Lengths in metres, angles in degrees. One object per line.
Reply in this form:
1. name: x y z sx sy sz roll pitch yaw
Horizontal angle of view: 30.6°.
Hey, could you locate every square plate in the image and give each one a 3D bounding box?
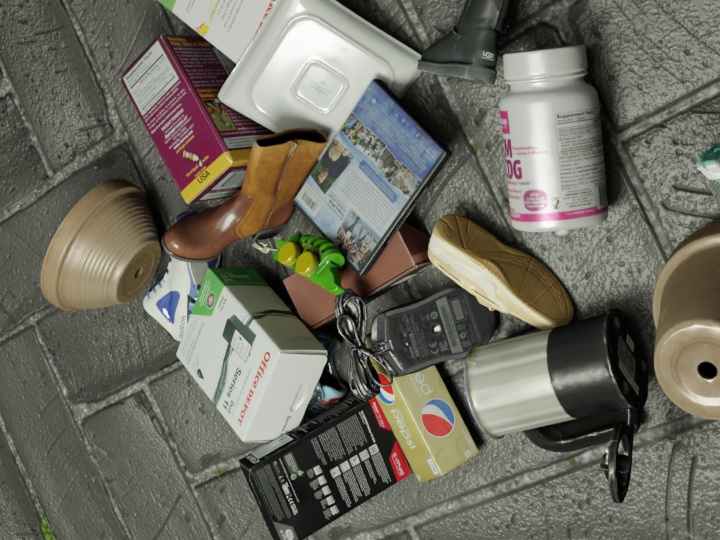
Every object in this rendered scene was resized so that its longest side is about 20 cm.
1. square plate: -0.051 -0.234 1.642 0.199 0.029 0.199 31 120 -12

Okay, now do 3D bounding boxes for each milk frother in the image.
1. milk frother: 0.227 0.168 1.510 0.187 0.200 0.181 -18 109 31

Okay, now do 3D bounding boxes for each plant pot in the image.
1. plant pot: 0.388 0.069 1.395 0.199 0.174 0.202 14 120 26
2. plant pot: -0.343 -0.018 1.827 0.092 0.201 0.202 32 116 16

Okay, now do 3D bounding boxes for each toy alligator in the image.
1. toy alligator: -0.072 -0.024 1.668 0.200 0.059 0.055 29 88 50

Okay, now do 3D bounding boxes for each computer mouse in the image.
1. computer mouse: 0.070 0.074 1.641 0.198 0.053 0.140 -13 87 -6

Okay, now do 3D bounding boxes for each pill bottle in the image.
1. pill bottle: 0.218 -0.151 1.501 0.113 0.113 0.202 -1 100 31

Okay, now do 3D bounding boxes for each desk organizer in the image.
1. desk organizer: 0.000 0.000 1.696 0.199 0.072 0.077 -31 82 33

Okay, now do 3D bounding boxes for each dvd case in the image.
1. dvd case: 0.011 -0.113 1.624 0.143 0.017 0.201 47 117 23

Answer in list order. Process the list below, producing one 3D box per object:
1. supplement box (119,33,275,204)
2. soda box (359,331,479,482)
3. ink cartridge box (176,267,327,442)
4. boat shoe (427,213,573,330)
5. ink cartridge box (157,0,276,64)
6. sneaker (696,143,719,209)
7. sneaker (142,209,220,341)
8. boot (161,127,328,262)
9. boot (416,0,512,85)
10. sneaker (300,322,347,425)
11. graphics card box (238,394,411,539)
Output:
1. supplement box: -0.204 -0.201 1.729 0.103 0.131 0.201 -37 76 33
2. soda box: 0.069 0.164 1.684 0.201 0.067 0.064 63 149 3
3. ink cartridge box: -0.146 0.110 1.730 0.200 0.083 0.147 44 120 41
4. boat shoe: 0.167 0.012 1.602 0.200 0.074 0.069 38 141 9
5. ink cartridge box: -0.155 -0.365 1.695 0.200 0.084 0.145 39 119 18
6. sneaker: 0.464 -0.101 1.398 0.199 0.078 0.092 -6 115 36
7. sneaker: -0.257 0.019 1.852 0.114 0.080 0.201 2 104 29
8. boot: -0.148 -0.094 1.665 0.069 0.187 0.200 68 150 24
9. boot: 0.135 -0.322 1.529 0.165 0.065 0.202 -153 73 -65
10. sneaker: -0.067 0.172 1.774 0.095 0.079 0.202 10 107 27
11. graphics card box: -0.045 0.256 1.703 0.051 0.199 0.126 15 131 63
